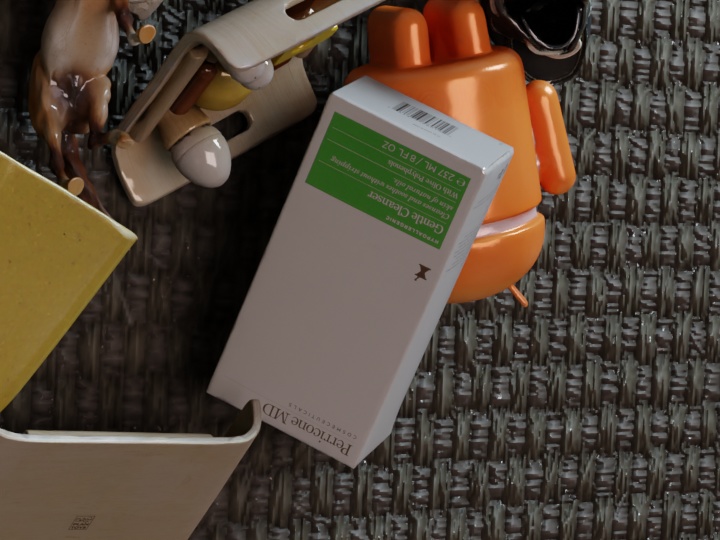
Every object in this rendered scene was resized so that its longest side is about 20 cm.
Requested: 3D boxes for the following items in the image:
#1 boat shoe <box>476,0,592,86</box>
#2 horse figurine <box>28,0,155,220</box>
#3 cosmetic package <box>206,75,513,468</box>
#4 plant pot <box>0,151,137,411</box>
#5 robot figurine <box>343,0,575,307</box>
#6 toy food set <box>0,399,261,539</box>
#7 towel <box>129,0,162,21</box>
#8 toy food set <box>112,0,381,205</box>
[{"bbox_3d":[0.109,-0.159,1.661,0.071,0.200,0.068,-15,66,2],"label":"boat shoe"},{"bbox_3d":[-0.149,-0.120,1.498,0.050,0.133,0.201,5,110,-21],"label":"horse figurine"},{"bbox_3d":[0.000,0.000,1.589,0.201,0.107,0.085,-68,171,16],"label":"cosmetic package"},{"bbox_3d":[-0.275,0.004,1.408,0.195,0.194,0.201,32,86,-32],"label":"plant pot"},{"bbox_3d":[0.051,-0.067,1.666,0.144,0.116,0.201,-25,109,-54],"label":"robot figurine"},{"bbox_3d":[-0.167,0.120,1.536,0.199,0.061,0.144,3,137,-36],"label":"toy food set"},{"bbox_3d":[-0.154,-0.254,1.555,0.133,0.034,0.200,-52,119,-21],"label":"towel"},{"bbox_3d":[-0.051,-0.109,1.543,0.143,0.200,0.061,-30,84,-29],"label":"toy food set"}]
